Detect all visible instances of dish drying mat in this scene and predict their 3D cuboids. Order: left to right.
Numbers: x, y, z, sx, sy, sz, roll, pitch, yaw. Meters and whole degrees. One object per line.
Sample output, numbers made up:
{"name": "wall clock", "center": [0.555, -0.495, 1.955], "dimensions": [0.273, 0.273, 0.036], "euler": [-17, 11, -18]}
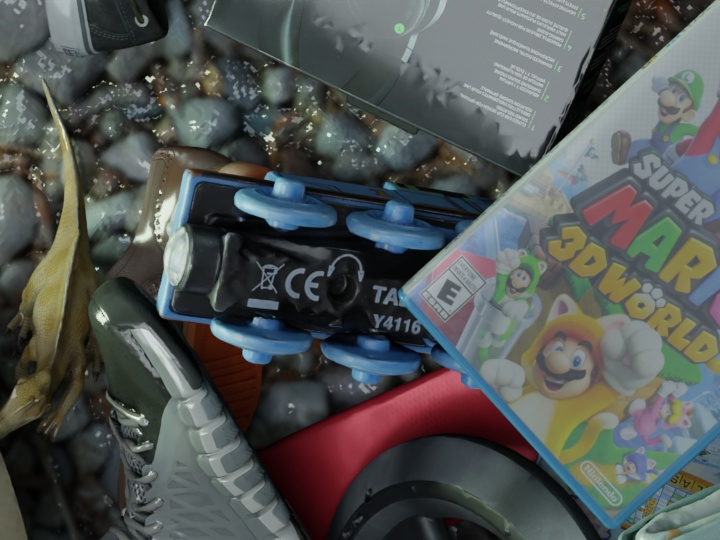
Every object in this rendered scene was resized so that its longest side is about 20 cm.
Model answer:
{"name": "dish drying mat", "center": [0.041, 0.088, 1.161], "dimensions": [0.199, 0.018, 0.077], "euler": [-25, 98, 15]}

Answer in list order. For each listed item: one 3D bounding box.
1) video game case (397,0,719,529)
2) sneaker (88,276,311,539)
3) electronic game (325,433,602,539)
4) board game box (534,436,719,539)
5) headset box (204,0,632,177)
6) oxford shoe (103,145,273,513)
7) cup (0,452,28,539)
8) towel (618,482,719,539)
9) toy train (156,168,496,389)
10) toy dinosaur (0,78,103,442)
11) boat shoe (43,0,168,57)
{"name": "video game case", "center": [0.136, -0.005, 1.017], "dimensions": [0.200, 0.018, 0.143], "euler": [-42, 98, 2]}
{"name": "sneaker", "center": [-0.103, 0.107, 1.096], "dimensions": [0.115, 0.075, 0.200], "euler": [-31, 117, -3]}
{"name": "electronic game", "center": [0.053, 0.177, 1.109], "dimensions": [0.200, 0.042, 0.201], "euler": [10, 105, 44]}
{"name": "board game box", "center": [0.187, 0.088, 1.104], "dimensions": [0.199, 0.041, 0.200], "euler": [19, 106, 5]}
{"name": "headset box", "center": [0.046, -0.158, 1.075], "dimensions": [0.174, 0.093, 0.201], "euler": [25, 105, 8]}
{"name": "oxford shoe", "center": [-0.093, 0.035, 1.168], "dimensions": [0.073, 0.071, 0.201], "euler": [22, 103, 31]}
{"name": "cup", "center": [-0.264, 0.124, 1.125], "dimensions": [0.143, 0.200, 0.201], "euler": [-22, 96, -26]}
{"name": "towel", "center": [0.219, 0.160, 1.030], "dimensions": [0.199, 0.048, 0.172], "euler": [-20, 103, -16]}
{"name": "toy train", "center": [0.000, 0.000, 1.073], "dimensions": [0.199, 0.114, 0.087], "euler": [7, 101, -20]}
{"name": "toy dinosaur", "center": [-0.146, 0.011, 1.158], "dimensions": [0.058, 0.201, 0.101], "euler": [8, 144, -6]}
{"name": "boat shoe", "center": [-0.128, -0.204, 1.128], "dimensions": [0.056, 0.069, 0.201], "euler": [-3, 105, 6]}
